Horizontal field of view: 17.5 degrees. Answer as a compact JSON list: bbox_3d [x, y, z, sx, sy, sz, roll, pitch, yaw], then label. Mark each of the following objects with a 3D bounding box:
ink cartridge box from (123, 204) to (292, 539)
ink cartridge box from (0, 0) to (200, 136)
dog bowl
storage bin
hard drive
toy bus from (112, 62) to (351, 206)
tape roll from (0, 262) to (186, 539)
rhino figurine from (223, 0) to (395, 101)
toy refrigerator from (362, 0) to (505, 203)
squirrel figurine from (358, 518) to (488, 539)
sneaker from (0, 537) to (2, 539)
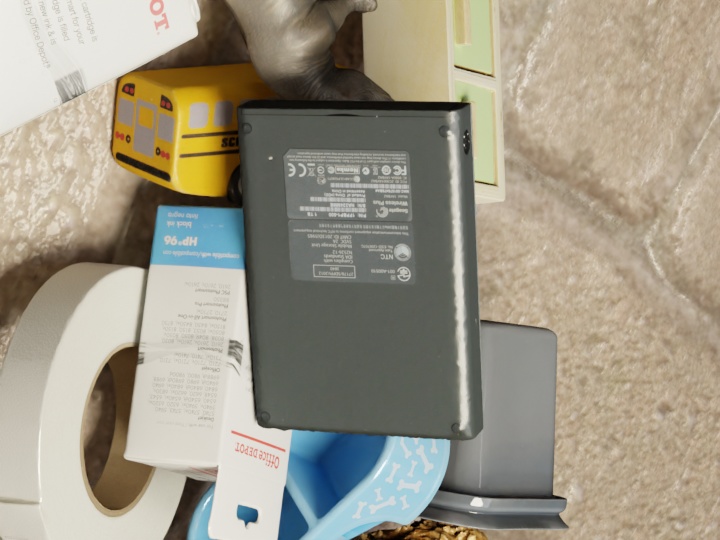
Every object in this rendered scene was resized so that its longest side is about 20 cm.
[{"bbox_3d":[-0.089,0.069,1.455,0.116,0.068,0.200,31,64,-67],"label":"ink cartridge box"},{"bbox_3d":[-0.203,-0.159,1.266,0.200,0.084,0.146,-29,128,-21],"label":"ink cartridge box"},{"bbox_3d":[-0.033,0.145,1.513,0.200,0.111,0.050,-44,137,10],"label":"dog bowl"},{"bbox_3d":[0.052,0.096,1.592,0.146,0.200,0.134,7,90,-47],"label":"storage bin"},{"bbox_3d":[0.000,0.000,1.384,0.033,0.140,0.200,-37,126,-66],"label":"hard drive"},{"bbox_3d":[-0.060,-0.090,1.482,0.200,0.065,0.078,-9,112,-43],"label":"toy bus"},{"bbox_3d":[-0.160,0.095,1.426,0.203,0.037,0.203,5,90,-68],"label":"tape roll"},{"bbox_3d":[-0.038,-0.153,1.423,0.087,0.060,0.200,-35,102,-35],"label":"rhino figurine"},{"bbox_3d":[0.049,-0.144,1.501,0.076,0.070,0.200,7,81,-60],"label":"toy refrigerator"},{"bbox_3d":[-0.015,0.226,1.597,0.187,0.200,0.142,11,58,-31],"label":"squirrel figurine"},{"bbox_3d":[-0.248,0.143,1.373,0.200,0.099,0.078,17,96,-48],"label":"sneaker"}]
